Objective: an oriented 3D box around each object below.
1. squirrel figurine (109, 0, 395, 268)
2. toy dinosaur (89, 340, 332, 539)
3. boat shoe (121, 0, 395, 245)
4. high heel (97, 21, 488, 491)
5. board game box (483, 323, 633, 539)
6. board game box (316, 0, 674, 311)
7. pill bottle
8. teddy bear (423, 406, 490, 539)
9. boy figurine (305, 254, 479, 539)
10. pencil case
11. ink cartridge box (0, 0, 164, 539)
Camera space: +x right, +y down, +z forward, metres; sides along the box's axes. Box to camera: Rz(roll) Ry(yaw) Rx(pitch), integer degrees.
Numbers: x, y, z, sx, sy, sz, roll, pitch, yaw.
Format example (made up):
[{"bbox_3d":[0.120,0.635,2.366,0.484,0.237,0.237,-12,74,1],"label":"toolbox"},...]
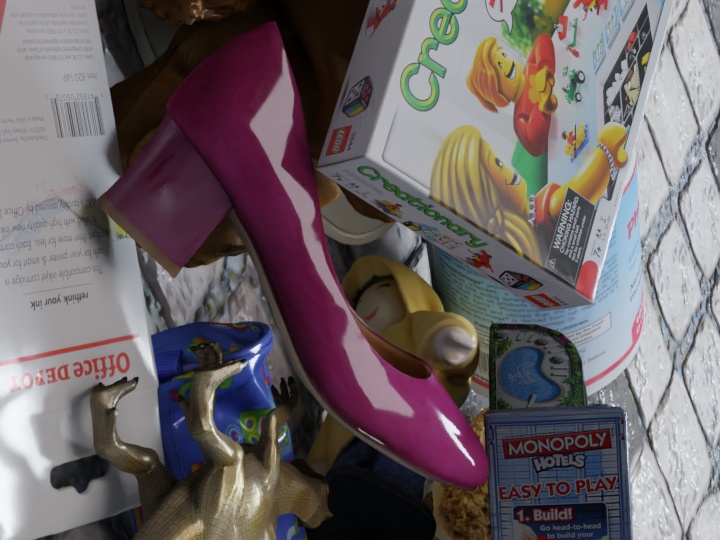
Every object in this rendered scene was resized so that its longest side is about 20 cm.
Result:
[{"bbox_3d":[-0.045,-0.103,0.940,0.186,0.141,0.201,-30,122,-17],"label":"squirrel figurine"},{"bbox_3d":[-0.061,0.086,0.837,0.200,0.058,0.102,-26,105,-54],"label":"toy dinosaur"},{"bbox_3d":[-0.053,-0.090,1.061,0.200,0.073,0.063,48,-1,-36],"label":"boat shoe"},{"bbox_3d":[0.000,0.000,0.877,0.200,0.096,0.067,41,3,-24],"label":"high heel"},{"bbox_3d":[0.089,0.116,1.003,0.200,0.061,0.201,-85,172,-59],"label":"board game box"},{"bbox_3d":[0.064,-0.101,0.900,0.126,0.035,0.201,30,66,-33],"label":"board game box"},{"bbox_3d":[0.084,-0.032,1.125,0.201,0.108,0.109,80,21,-47],"label":"pill bottle"},{"bbox_3d":[0.089,0.137,1.232,0.200,0.066,0.146,-5,105,-61],"label":"teddy bear"},{"bbox_3d":[0.014,0.059,1.069,0.064,0.124,0.200,33,35,-15],"label":"boy figurine"},{"bbox_3d":[-0.056,0.122,0.953,0.087,0.078,0.201,-27,106,-76],"label":"pencil case"},{"bbox_3d":[-0.141,-0.001,0.849,0.116,0.067,0.201,-9,90,-60],"label":"ink cartridge box"}]
